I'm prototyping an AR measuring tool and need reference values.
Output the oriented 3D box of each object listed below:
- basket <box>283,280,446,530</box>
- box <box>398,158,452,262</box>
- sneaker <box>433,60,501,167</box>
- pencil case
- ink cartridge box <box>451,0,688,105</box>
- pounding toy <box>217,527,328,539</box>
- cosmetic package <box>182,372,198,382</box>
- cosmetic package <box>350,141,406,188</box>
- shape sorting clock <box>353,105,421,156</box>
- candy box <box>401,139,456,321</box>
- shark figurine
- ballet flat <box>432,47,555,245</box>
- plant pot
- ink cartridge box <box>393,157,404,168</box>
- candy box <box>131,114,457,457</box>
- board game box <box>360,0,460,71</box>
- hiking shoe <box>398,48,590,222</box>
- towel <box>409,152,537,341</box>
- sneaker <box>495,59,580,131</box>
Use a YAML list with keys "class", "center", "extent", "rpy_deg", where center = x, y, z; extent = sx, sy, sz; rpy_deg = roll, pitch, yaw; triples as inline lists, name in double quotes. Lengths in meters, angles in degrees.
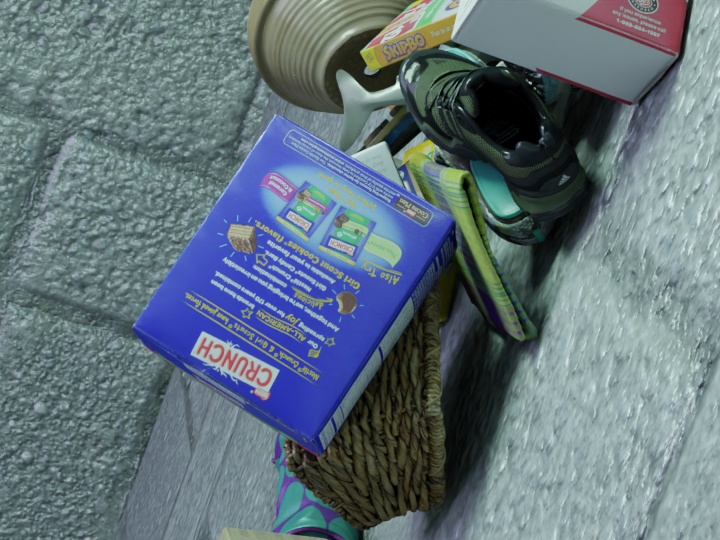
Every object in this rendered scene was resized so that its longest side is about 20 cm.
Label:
- class: "basket"
  center: [0.037, 0.092, 1.631]
  extent: [0.148, 0.143, 0.201]
  rpy_deg: [-25, 42, 25]
- class: "box"
  center: [0.000, 0.000, 1.857]
  extent: [0.200, 0.032, 0.122]
  rpy_deg: [-42, 39, 19]
- class: "sneaker"
  center: [0.107, -0.133, 1.749]
  extent: [0.200, 0.075, 0.116]
  rpy_deg: [145, 145, -75]
- class: "pencil case"
  center: [-0.045, 0.218, 1.898]
  extent: [0.092, 0.085, 0.200]
  rpy_deg: [-36, 23, 20]
- class: "ink cartridge box"
  center: [0.160, -0.240, 1.445]
  extent: [0.084, 0.144, 0.201]
  rpy_deg: [128, 158, -61]
- class: "pounding toy"
  center: [-0.069, 0.344, 1.747]
  extent: [0.184, 0.141, 0.201]
  rpy_deg: [-117, 42, -56]
- class: "cosmetic package"
  center: [-0.072, 0.024, 2.155]
  extent: [0.200, 0.166, 0.167]
  rpy_deg: [123, 163, -52]
- class: "cosmetic package"
  center: [-0.006, -0.047, 1.699]
  extent: [0.200, 0.101, 0.074]
  rpy_deg: [65, -177, -84]
- class: "shape sorting clock"
  center: [0.043, -0.157, 2.055]
  extent: [0.200, 0.039, 0.200]
  rpy_deg: [-44, -3, -3]
- class: "candy box"
  center: [0.059, -0.035, 1.875]
  extent: [0.102, 0.026, 0.201]
  rpy_deg: [-25, 45, 51]
- class: "shark figurine"
  center: [0.085, -0.165, 1.844]
  extent: [0.128, 0.214, 0.090]
  rpy_deg: [30, 146, 57]
- class: "ballet flat"
  center: [0.103, -0.091, 1.603]
  extent: [0.072, 0.072, 0.201]
  rpy_deg: [-64, 35, 37]
- class: "plant pot"
  center: [0.000, -0.216, 1.927]
  extent: [0.202, 0.200, 0.093]
  rpy_deg: [-65, 35, 34]
- class: "ink cartridge box"
  center: [0.009, 0.011, 1.979]
  extent: [0.145, 0.084, 0.201]
  rpy_deg: [128, 159, -61]
- class: "candy box"
  center: [-0.047, 0.012, 1.540]
  extent: [0.201, 0.168, 0.077]
  rpy_deg: [-55, -15, -12]
- class: "board game box"
  center: [0.096, -0.231, 1.780]
  extent: [0.199, 0.030, 0.096]
  rpy_deg: [-13, 25, 43]
- class: "hiking shoe"
  center: [0.095, -0.126, 1.516]
  extent: [0.076, 0.200, 0.101]
  rpy_deg: [-37, -39, -15]
- class: "towel"
  center: [0.086, -0.022, 1.577]
  extent: [0.200, 0.023, 0.144]
  rpy_deg: [-138, 24, -81]
- class: "sneaker"
  center: [0.158, -0.157, 1.570]
  extent: [0.086, 0.078, 0.200]
  rpy_deg: [-34, -7, -2]
